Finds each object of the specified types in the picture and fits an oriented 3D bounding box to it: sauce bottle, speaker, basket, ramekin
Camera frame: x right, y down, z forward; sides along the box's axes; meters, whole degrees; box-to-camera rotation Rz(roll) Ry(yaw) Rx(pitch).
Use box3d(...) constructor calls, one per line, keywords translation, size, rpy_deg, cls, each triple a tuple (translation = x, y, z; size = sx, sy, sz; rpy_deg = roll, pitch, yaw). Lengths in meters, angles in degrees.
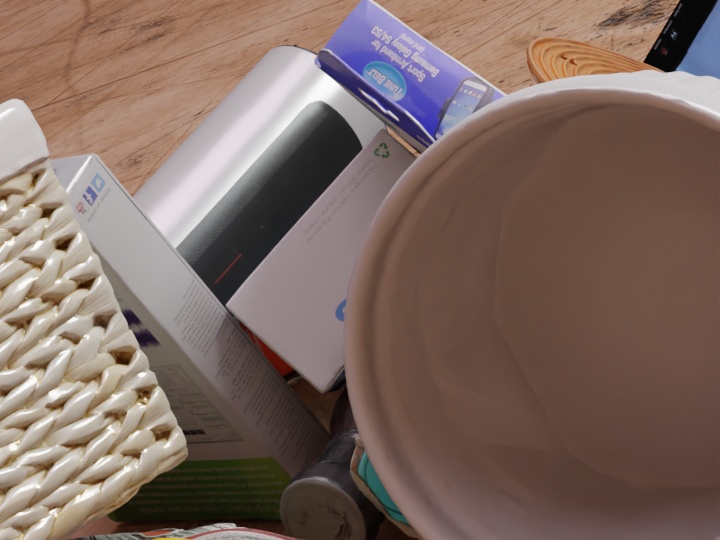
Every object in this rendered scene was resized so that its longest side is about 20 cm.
box3d(translation=(0.029, 0.058, 1.255), size=(0.066, 0.066, 0.200), rpy_deg=(-11, 22, 32), cls="sauce bottle")
box3d(translation=(-0.076, -0.014, 1.398), size=(0.200, 0.081, 0.081), rpy_deg=(-48, 27, -25), cls="speaker")
box3d(translation=(-0.208, 0.056, 1.136), size=(0.200, 0.161, 0.198), rpy_deg=(-35, 12, -35), cls="basket")
box3d(translation=(0.103, 0.022, 1.056), size=(0.200, 0.201, 0.105), rpy_deg=(-15, 8, 24), cls="ramekin")

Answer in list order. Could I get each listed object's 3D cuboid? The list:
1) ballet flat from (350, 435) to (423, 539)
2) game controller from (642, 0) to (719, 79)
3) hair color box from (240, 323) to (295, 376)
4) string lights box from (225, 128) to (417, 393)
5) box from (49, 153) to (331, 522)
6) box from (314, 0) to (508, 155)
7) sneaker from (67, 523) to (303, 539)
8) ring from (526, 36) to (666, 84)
box3d(translation=(0.093, 0.060, 1.185), size=(0.199, 0.072, 0.072), rpy_deg=(-20, 17, -5), cls="ballet flat")
box3d(translation=(0.198, -0.119, 1.376), size=(0.042, 0.104, 0.200), rpy_deg=(-9, -43, -49), cls="game controller")
box3d(translation=(-0.059, 0.015, 1.494), size=(0.200, 0.064, 0.111), rpy_deg=(-28, 18, -12), cls="hair color box")
box3d(translation=(0.000, 0.000, 1.311), size=(0.103, 0.059, 0.200), rpy_deg=(-48, -3, -1), cls="string lights box")
box3d(translation=(-0.111, 0.035, 1.268), size=(0.144, 0.200, 0.036), rpy_deg=(-5, 43, 43), cls="box")
box3d(translation=(0.065, -0.041, 1.205), size=(0.042, 0.200, 0.119), rpy_deg=(-50, 47, 0), cls="box")
box3d(translation=(-0.083, 0.140, 1.160), size=(0.082, 0.078, 0.200), rpy_deg=(-7, 1, -42), cls="sneaker")
box3d(translation=(0.157, -0.042, 1.253), size=(0.019, 0.200, 0.200), rpy_deg=(-62, 8, 17), cls="ring")
